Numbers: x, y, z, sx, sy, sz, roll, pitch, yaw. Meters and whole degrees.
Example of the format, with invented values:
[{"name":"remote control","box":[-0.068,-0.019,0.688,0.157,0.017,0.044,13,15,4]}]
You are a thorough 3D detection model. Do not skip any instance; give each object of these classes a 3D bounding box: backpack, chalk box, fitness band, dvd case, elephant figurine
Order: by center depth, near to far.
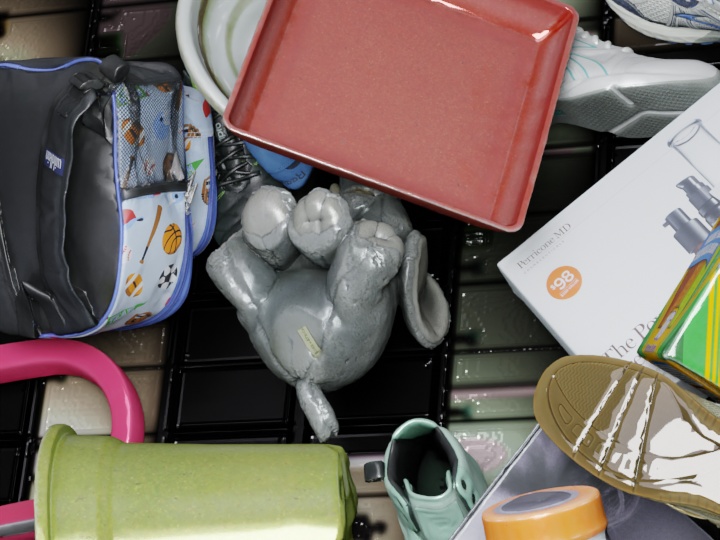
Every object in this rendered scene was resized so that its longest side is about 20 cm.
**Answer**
[{"name":"chalk box","box":[0.275,-0.003,1.497,0.124,0.125,0.200,31,87,1]},{"name":"dvd case","box":[0.112,0.203,1.507,0.200,0.149,0.016,-51,15,-10]},{"name":"elephant figurine","box":[0.000,0.000,1.656,0.142,0.200,0.155,38,108,15]},{"name":"backpack","box":[-0.192,-0.049,1.709,0.200,0.154,0.191,2,90,45]},{"name":"fitness band","box":[-0.247,0.120,1.731,0.200,0.037,0.144,-9,60,15]}]

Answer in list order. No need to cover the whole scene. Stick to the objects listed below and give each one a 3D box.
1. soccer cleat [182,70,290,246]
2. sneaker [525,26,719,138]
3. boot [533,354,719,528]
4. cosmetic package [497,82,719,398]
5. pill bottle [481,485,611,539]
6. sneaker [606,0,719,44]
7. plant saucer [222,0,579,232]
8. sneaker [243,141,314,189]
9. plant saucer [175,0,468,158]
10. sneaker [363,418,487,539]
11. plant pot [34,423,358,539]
[{"name":"soccer cleat","box":[-0.095,-0.098,1.753,0.068,0.081,0.200,-17,61,12]},{"name":"sneaker","box":[0.149,-0.135,1.689,0.200,0.070,0.080,-1,61,20]},{"name":"boot","box":[0.207,0.118,1.491,0.200,0.155,0.072,21,84,20]},{"name":"cosmetic package","box":[0.213,-0.008,1.615,0.200,0.052,0.151,-39,57,-1]},{"name":"pill bottle","box":[0.125,0.228,1.447,0.106,0.106,0.200,-11,96,15]},{"name":"sneaker","box":[0.244,-0.194,1.673,0.200,0.085,0.077,21,74,28]},{"name":"plant saucer","box":[0.026,-0.123,1.616,0.200,0.037,0.200,20,54,-4]},{"name":"sneaker","box":[-0.015,-0.135,1.753,0.066,0.078,0.200,-8,34,45]},{"name":"plant saucer","box":[-0.028,-0.143,1.666,0.200,0.050,0.200,7,56,-11]},{"name":"sneaker","box":[0.056,0.189,1.536,0.074,0.118,0.200,-20,61,8]},{"name":"plant pot","box":[-0.092,0.185,1.565,0.184,0.200,0.200,-7,62,4]}]
